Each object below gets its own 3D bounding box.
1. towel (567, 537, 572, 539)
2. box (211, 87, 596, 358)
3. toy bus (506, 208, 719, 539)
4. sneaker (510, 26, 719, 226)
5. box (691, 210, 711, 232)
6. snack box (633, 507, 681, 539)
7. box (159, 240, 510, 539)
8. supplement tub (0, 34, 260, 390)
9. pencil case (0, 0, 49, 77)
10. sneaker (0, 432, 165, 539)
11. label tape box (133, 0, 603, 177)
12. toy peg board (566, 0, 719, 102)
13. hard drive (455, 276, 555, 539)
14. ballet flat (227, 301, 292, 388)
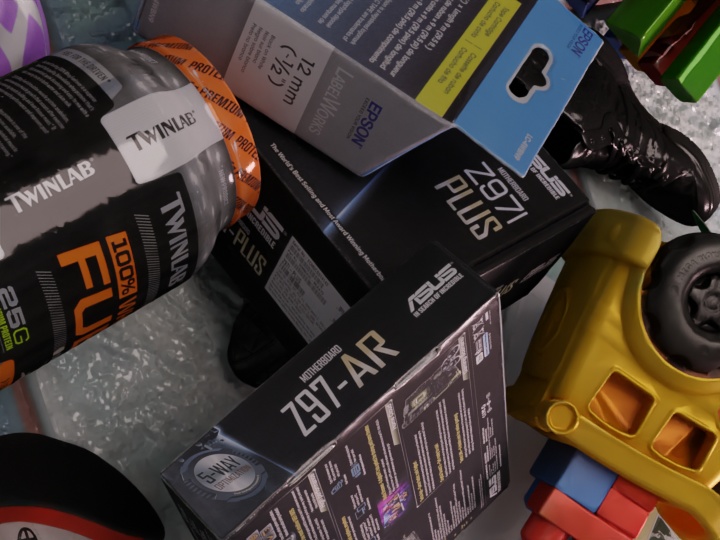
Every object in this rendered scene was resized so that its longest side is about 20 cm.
[{"bbox_3d":[0.186,0.168,0.872,0.200,0.022,0.147,-45,115,-41],"label":"towel"},{"bbox_3d":[-0.003,-0.054,0.732,0.163,0.086,0.200,-26,69,-39],"label":"box"},{"bbox_3d":[0.175,0.088,0.744,0.199,0.136,0.193,30,84,-7],"label":"toy bus"},{"bbox_3d":[0.158,-0.089,0.931,0.200,0.060,0.104,51,51,-7],"label":"sneaker"},{"bbox_3d":[0.246,0.069,0.906,0.117,0.048,0.201,41,37,-54],"label":"box"},{"bbox_3d":[0.198,0.217,0.833,0.200,0.037,0.116,55,48,-25],"label":"snack box"},{"bbox_3d":[0.001,0.100,0.649,0.160,0.200,0.043,-41,61,-17],"label":"box"},{"bbox_3d":[-0.150,-0.023,0.614,0.199,0.122,0.123,-33,97,-28],"label":"supplement tub"},{"bbox_3d":[-0.235,-0.092,0.612,0.199,0.084,0.086,-30,133,-42],"label":"pencil case"},{"bbox_3d":[-0.177,0.132,0.605,0.067,0.108,0.201,44,9,24],"label":"sneaker"},{"bbox_3d":[0.009,-0.121,0.689,0.199,0.066,0.144,34,45,0],"label":"label tape box"},{"bbox_3d":[0.167,-0.204,0.913,0.200,0.199,0.098,43,85,-19],"label":"toy peg board"},{"bbox_3d":[0.118,0.112,0.858,0.131,0.026,0.201,33,58,-25],"label":"hard drive"},{"bbox_3d":[0.000,0.000,0.781,0.067,0.057,0.200,53,52,-13],"label":"ballet flat"}]
